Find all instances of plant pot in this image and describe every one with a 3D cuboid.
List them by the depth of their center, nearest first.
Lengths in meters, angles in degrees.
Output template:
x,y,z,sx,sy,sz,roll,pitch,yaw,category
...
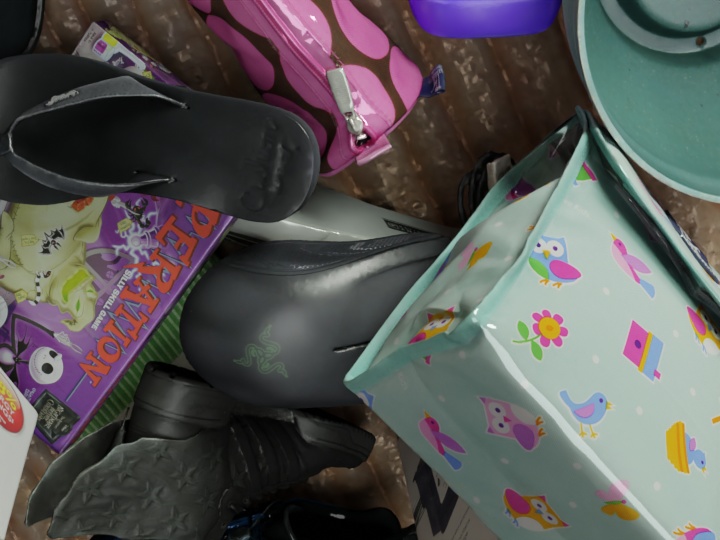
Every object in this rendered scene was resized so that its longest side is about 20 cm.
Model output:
x,y,z,sx,sy,sz,roll,pitch,yaw,category
0.187,-0.149,0.726,0.198,0.134,0.202,-3,113,-8,plant pot

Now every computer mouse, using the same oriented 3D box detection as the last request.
x,y,z,sx,sy,sz,roll,pitch,yaw,category
0.006,0.021,0.752,0.198,0.053,0.140,-11,115,-15,computer mouse

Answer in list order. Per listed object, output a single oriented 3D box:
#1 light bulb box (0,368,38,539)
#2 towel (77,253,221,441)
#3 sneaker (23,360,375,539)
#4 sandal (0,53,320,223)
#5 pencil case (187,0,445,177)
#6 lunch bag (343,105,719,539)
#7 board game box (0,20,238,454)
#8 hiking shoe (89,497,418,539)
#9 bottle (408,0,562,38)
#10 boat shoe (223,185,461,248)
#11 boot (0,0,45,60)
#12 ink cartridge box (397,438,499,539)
x,y,z,sx,sy,sz,roll,pitch,yaw,category
-0.298,0.075,0.693,0.199,0.125,0.199,-30,113,8,light bulb box
-0.166,0.011,0.820,0.152,0.023,0.200,-43,111,12,towel
-0.084,0.116,0.815,0.199,0.060,0.105,21,87,-40,sneaker
-0.120,-0.066,0.712,0.198,0.043,0.077,5,100,10,sandal
-0.051,-0.141,0.722,0.090,0.094,0.200,-35,113,22,pencil case
0.117,0.033,0.695,0.171,0.200,0.122,48,140,-10,lunch bag
-0.147,-0.016,0.762,0.120,0.032,0.201,37,105,-1,board game box
-0.069,0.165,0.867,0.198,0.075,0.087,3,136,-19,hiking shoe
0.063,-0.219,0.717,0.083,0.065,0.202,-5,115,-6,bottle
0.000,0.000,0.808,0.198,0.071,0.064,16,111,-16,boat shoe
-0.193,-0.165,0.653,0.076,0.168,0.202,-4,116,-5,boot
0.110,0.138,0.816,0.144,0.200,0.085,17,115,-15,ink cartridge box
